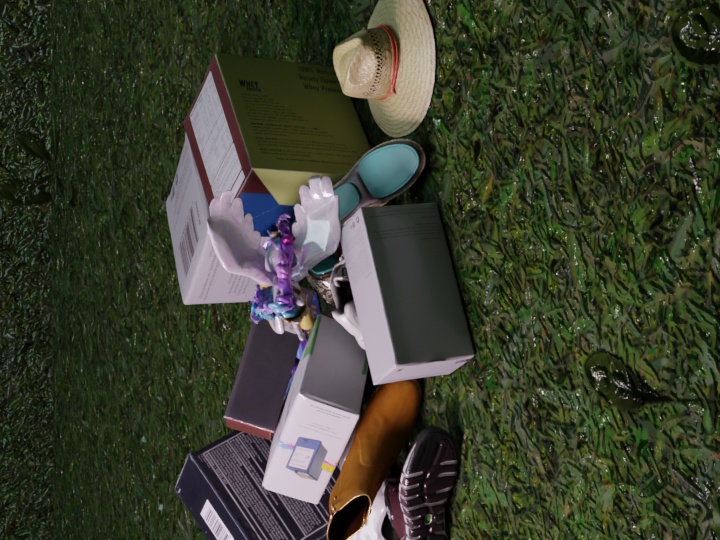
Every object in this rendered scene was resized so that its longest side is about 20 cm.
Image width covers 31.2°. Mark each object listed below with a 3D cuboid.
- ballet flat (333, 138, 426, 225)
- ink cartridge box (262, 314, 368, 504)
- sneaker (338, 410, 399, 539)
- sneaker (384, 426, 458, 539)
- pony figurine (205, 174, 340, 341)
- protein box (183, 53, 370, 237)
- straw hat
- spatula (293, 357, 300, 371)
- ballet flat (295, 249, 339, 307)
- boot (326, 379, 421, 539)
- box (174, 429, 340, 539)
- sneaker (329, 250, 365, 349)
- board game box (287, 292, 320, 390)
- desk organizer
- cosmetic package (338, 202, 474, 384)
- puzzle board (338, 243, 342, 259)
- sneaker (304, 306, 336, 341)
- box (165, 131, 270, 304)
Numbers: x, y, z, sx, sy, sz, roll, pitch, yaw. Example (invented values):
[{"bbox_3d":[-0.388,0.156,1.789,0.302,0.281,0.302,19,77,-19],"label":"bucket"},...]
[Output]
[{"bbox_3d":[0.015,-0.110,1.644,0.199,0.065,0.071,-30,83,34],"label":"ballet flat"},{"bbox_3d":[-0.057,0.184,1.693,0.146,0.086,0.201,-78,10,-48],"label":"ink cartridge box"},{"bbox_3d":[0.024,0.286,1.734,0.088,0.075,0.204,-15,77,44],"label":"sneaker"},{"bbox_3d":[0.063,0.267,1.626,0.116,0.074,0.203,-133,44,-57],"label":"sneaker"},{"bbox_3d":[-0.097,-0.008,1.612,0.200,0.164,0.196,147,111,-85],"label":"pony figurine"},{"bbox_3d":[-0.109,-0.164,1.741,0.135,0.196,0.202,-54,46,43],"label":"protein box"},{"bbox_3d":[0.011,-0.258,1.616,0.200,0.084,0.205,175,90,-65],"label":"straw hat"},{"bbox_3d":[-0.056,0.180,1.822,0.201,0.020,0.057,50,159,6],"label":"spatula"},{"bbox_3d":[-0.051,0.004,1.777,0.200,0.067,0.076,-125,15,-67],"label":"ballet flat"},{"bbox_3d":[0.018,0.240,1.617,0.144,0.070,0.203,-77,13,-69],"label":"boot"},{"bbox_3d":[-0.122,0.321,1.830,0.201,0.197,0.124,53,145,18],"label":"box"},{"bbox_3d":[0.000,0.000,1.649,0.075,0.081,0.202,-34,40,33],"label":"sneaker"},{"bbox_3d":[-0.089,0.151,1.957,0.134,0.044,0.203,-40,59,60],"label":"board game box"},{"bbox_3d":[-0.124,0.121,1.759,0.077,0.071,0.203,108,178,-72],"label":"desk organizer"},{"bbox_3d":[0.054,0.027,1.555,0.081,0.111,0.203,139,124,-60],"label":"cosmetic package"},{"bbox_3d":[-0.032,-0.032,1.835,0.200,0.017,0.153,-132,44,-53],"label":"puzzle board"},{"bbox_3d":[-0.026,0.123,1.806,0.070,0.075,0.201,42,157,27],"label":"sneaker"},{"bbox_3d":[-0.186,-0.084,1.955,0.200,0.169,0.202,118,145,-52],"label":"box"}]
